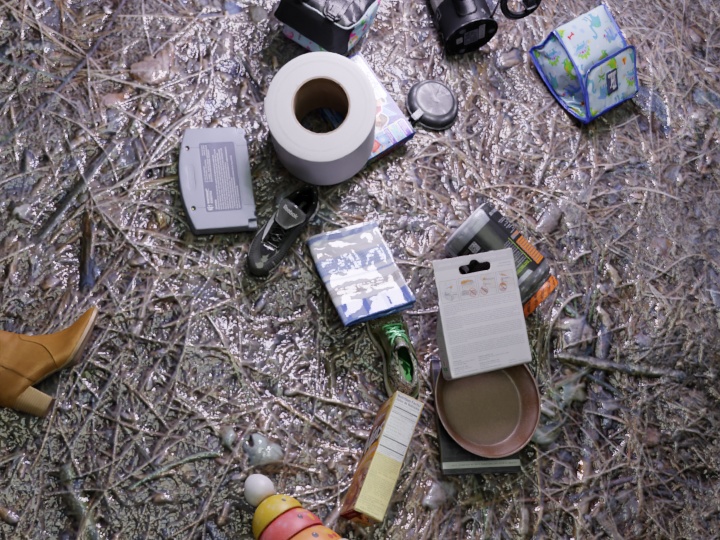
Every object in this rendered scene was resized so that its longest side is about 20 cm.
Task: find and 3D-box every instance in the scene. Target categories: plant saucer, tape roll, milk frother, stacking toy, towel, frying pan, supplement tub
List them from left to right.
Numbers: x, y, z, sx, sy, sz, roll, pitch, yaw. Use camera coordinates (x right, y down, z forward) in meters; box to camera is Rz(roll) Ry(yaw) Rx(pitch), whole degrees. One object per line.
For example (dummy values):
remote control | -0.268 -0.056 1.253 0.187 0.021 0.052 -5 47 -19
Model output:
stacking toy | -0.122 0.401 1.319 0.145 0.147 0.200 -31 64 -22
tape roll | -0.069 -0.272 1.541 0.198 0.139 0.207 0 79 -1
towel | 0.000 0.000 1.513 0.144 0.024 0.202 -14 56 -17
frying pan | 0.115 -0.328 1.698 0.187 0.031 0.116 -18 73 -22
milk frother | 0.244 -0.580 1.739 0.197 0.181 0.191 -14 74 -15
plant saucer | 0.219 0.229 1.487 0.196 0.037 0.204 6 67 -13
supplement tub | 0.260 -0.015 1.561 0.200 0.123 0.122 46 66 6

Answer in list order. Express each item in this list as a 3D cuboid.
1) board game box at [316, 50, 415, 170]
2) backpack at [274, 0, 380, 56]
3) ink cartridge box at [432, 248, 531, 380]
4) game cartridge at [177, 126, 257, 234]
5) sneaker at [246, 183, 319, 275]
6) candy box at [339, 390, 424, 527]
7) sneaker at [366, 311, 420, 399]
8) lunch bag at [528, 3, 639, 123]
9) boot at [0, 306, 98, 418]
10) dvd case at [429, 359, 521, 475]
board game box | -0.003 -0.310 1.645 0.134 0.035 0.202 -31 80 -15
backpack | -0.054 -0.520 1.657 0.176 0.151 0.201 31 60 3
ink cartridge box | 0.204 0.075 1.474 0.158 0.050 0.204 -9 85 -18
game cartridge | -0.262 -0.163 1.534 0.131 0.041 0.204 -3 70 -19
sneaker | -0.136 -0.081 1.504 0.066 0.091 0.201 35 65 2
candy box | 0.034 0.309 1.384 0.055 0.116 0.203 24 66 -4
sneaker | 0.067 0.127 1.476 0.076 0.089 0.203 -12 73 -18
lunch bag | 0.481 -0.427 1.780 0.169 0.127 0.202 -30 92 -25
boot | -0.519 0.119 1.341 0.142 0.071 0.204 28 70 -6
dvd case | 0.202 0.256 1.501 0.146 0.016 0.204 1 69 -15
